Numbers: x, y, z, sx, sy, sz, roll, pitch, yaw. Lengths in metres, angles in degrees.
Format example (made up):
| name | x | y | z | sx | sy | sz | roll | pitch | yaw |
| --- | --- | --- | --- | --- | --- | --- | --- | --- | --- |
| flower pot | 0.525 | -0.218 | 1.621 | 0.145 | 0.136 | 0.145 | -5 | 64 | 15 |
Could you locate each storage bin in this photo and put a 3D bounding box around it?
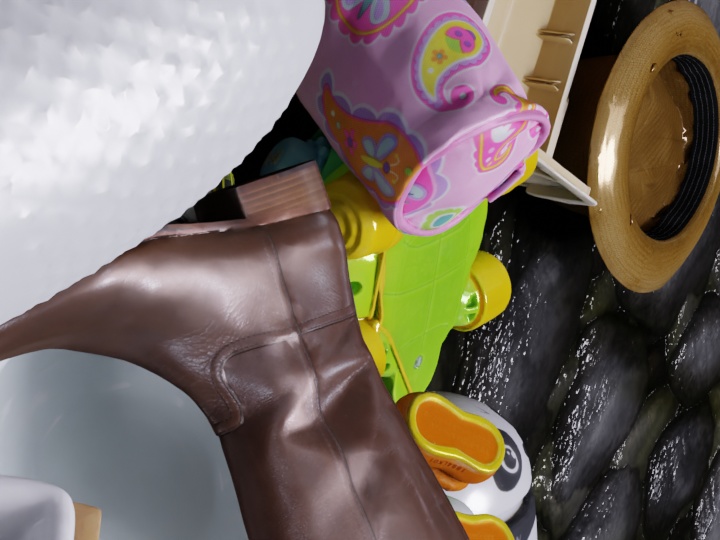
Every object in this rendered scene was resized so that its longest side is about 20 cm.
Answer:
| name | x | y | z | sx | sy | sz | roll | pitch | yaw |
| --- | --- | --- | --- | --- | --- | --- | --- | --- | --- |
| storage bin | 0.088 | -0.160 | 0.981 | 0.198 | 0.094 | 0.200 | 29 | 76 | -56 |

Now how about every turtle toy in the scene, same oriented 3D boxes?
| name | x | y | z | sx | sy | sz | roll | pitch | yaw |
| --- | --- | --- | --- | --- | --- | --- | --- | --- | --- |
| turtle toy | 0.000 | 0.000 | 0.872 | 0.146 | 0.101 | 0.200 | -25 | 133 | -48 |

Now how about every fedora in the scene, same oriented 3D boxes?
| name | x | y | z | sx | sy | sz | roll | pitch | yaw |
| --- | --- | --- | --- | --- | --- | --- | --- | --- | --- |
| fedora | 0.169 | -0.083 | 1.141 | 0.200 | 0.082 | 0.201 | -26 | 122 | -51 |

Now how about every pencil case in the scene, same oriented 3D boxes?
| name | x | y | z | sx | sy | sz | roll | pitch | yaw |
| --- | --- | --- | --- | --- | --- | --- | --- | --- | --- |
| pencil case | -0.002 | -0.113 | 0.776 | 0.087 | 0.200 | 0.087 | -29 | 157 | -14 |

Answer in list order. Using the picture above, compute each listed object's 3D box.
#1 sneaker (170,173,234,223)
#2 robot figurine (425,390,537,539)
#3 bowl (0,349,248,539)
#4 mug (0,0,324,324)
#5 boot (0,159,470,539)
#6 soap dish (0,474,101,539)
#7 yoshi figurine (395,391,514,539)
| name | x | y | z | sx | sy | sz | roll | pitch | yaw |
| --- | --- | --- | --- | --- | --- | --- | --- | --- | --- |
| sneaker | -0.078 | -0.059 | 0.777 | 0.085 | 0.074 | 0.200 | -58 | 143 | -28 |
| robot figurine | 0.040 | 0.164 | 0.984 | 0.125 | 0.150 | 0.200 | -21 | 115 | -41 |
| bowl | -0.090 | 0.094 | 0.762 | 0.201 | 0.090 | 0.202 | 4 | 81 | -24 |
| mug | -0.121 | -0.098 | 0.621 | 0.175 | 0.200 | 0.148 | -32 | 171 | -25 |
| boot | -0.056 | 0.076 | 0.703 | 0.186 | 0.064 | 0.200 | -22 | 96 | -24 |
| soap dish | -0.174 | 0.154 | 0.580 | 0.200 | 0.157 | 0.081 | -90 | -168 | -47 |
| yoshi figurine | -0.021 | 0.132 | 0.851 | 0.112 | 0.200 | 0.112 | 52 | 48 | 0 |
